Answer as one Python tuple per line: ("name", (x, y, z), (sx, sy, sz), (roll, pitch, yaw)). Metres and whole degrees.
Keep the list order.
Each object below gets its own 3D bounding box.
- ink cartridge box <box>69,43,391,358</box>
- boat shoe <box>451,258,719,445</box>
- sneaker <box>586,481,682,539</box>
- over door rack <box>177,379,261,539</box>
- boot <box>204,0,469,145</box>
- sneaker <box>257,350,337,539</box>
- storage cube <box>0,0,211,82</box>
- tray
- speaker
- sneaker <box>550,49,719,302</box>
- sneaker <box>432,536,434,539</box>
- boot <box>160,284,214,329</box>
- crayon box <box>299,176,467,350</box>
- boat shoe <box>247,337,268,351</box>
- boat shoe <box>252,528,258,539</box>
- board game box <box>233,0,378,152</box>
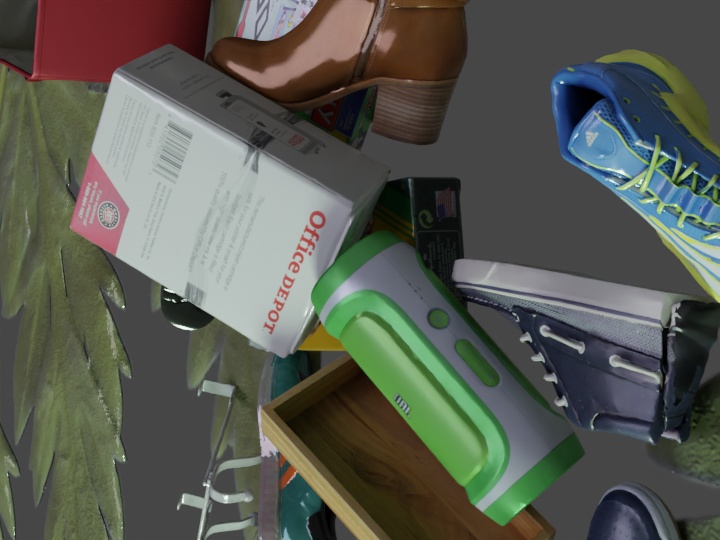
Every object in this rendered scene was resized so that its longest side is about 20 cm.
("ink cartridge box", (-0.098, -0.051, 0.875), (0.200, 0.083, 0.147), (30, 122, 8))
("boat shoe", (0.127, 0.048, 0.743), (0.200, 0.075, 0.093), (13, 95, 52))
("sneaker", (0.134, 0.232, 0.719), (0.070, 0.108, 0.201), (19, 107, 51))
("over door rack", (-0.126, 0.210, 1.088), (0.200, 0.066, 0.148), (-112, 33, -66))
("boot", (-0.016, -0.189, 0.867), (0.200, 0.077, 0.156), (20, 118, 19))
("sneaker", (-0.040, 0.154, 0.994), (0.080, 0.071, 0.201), (-8, 66, 13))
("storage cube", (-0.263, -0.283, 1.167), (0.171, 0.179, 0.201), (28, 115, 49))
("tray", (0.029, 0.147, 0.828), (0.200, 0.099, 0.037), (43, 150, 29))
("speaker", (0.056, 0.070, 0.791), (0.200, 0.088, 0.088), (49, 132, 14))
("sneaker", (0.168, -0.044, 0.658), (0.200, 0.105, 0.076), (60, 135, 33))
("sneaker", (0.023, 0.263, 0.885), (0.200, 0.079, 0.096), (-57, 31, 35))
("boot", (-0.134, -0.058, 1.104), (0.200, 0.077, 0.138), (-58, 17, 9))
("crayon box", (0.000, 0.000, 0.935), (0.200, 0.051, 0.127), (-7, 87, 54))
("boat shoe", (-0.094, -0.008, 1.005), (0.202, 0.065, 0.075), (92, 174, -48))
("boat shoe", (-0.079, 0.305, 1.052), (0.072, 0.060, 0.202), (36, 120, 47))
("board game box", (-0.038, -0.182, 0.953), (0.134, 0.029, 0.200), (32, 120, 21))
